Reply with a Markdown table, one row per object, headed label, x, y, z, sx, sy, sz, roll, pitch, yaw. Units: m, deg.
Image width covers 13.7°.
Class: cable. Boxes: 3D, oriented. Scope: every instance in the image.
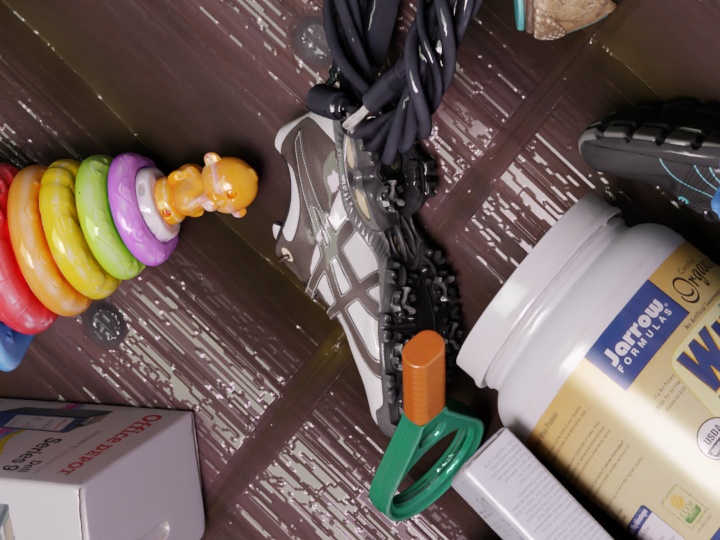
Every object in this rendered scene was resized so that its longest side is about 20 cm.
| label | x | y | z | sx | sy | sz | roll | pitch | yaw |
| --- | --- | --- | --- | --- | --- | --- | --- | --- | --- |
| cable | 0.024 | -0.162 | 1.626 | 0.051 | 0.163 | 0.201 | 14 | 105 | -21 |

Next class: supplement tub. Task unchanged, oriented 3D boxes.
| label | x | y | z | sx | sy | sz | roll | pitch | yaw |
| --- | --- | --- | --- | --- | --- | --- | --- | --- | --- |
| supplement tub | 0.165 | 0.066 | 1.631 | 0.200 | 0.144 | 0.145 | 39 | 121 | 9 |

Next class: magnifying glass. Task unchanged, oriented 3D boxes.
| label | x | y | z | sx | sy | sz | roll | pitch | yaw |
| --- | --- | --- | --- | --- | --- | --- | --- | --- | --- |
| magnifying glass | 0.038 | 0.087 | 1.697 | 0.022 | 0.080 | 0.200 | 43 | 162 | 22 |

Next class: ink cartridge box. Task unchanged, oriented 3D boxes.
| label | x | y | z | sx | sy | sz | roll | pitch | yaw |
| --- | --- | --- | --- | --- | --- | --- | --- | --- | --- |
| ink cartridge box | 0.132 | 0.174 | 1.669 | 0.043 | 0.196 | 0.200 | -44 | 86 | -5 |
| ink cartridge box | -0.215 | 0.141 | 1.851 | 0.199 | 0.145 | 0.088 | 4 | 108 | 26 |

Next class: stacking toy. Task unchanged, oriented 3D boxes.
| label | x | y | z | sx | sy | sz | roll | pitch | yaw |
| --- | --- | --- | --- | --- | --- | --- | --- | --- | --- |
| stacking toy | -0.150 | -0.031 | 1.792 | 0.199 | 0.110 | 0.116 | -18 | 115 | 20 |

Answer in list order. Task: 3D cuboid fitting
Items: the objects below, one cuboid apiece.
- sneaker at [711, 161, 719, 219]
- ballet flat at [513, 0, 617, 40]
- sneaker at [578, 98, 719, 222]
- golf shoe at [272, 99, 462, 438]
| label | x | y | z | sx | sy | sz | roll | pitch | yaw |
| --- | --- | --- | --- | --- | --- | --- | --- | --- | --- |
| sneaker | 0.246 | -0.017 | 1.548 | 0.105 | 0.076 | 0.200 | 31 | 163 | 43 |
| ballet flat | 0.108 | -0.226 | 1.612 | 0.065 | 0.071 | 0.201 | -6 | 110 | 0 |
| sneaker | 0.210 | -0.042 | 1.611 | 0.199 | 0.075 | 0.080 | 11 | 115 | 24 |
| golf shoe | 0.000 | 0.000 | 1.739 | 0.094 | 0.078 | 0.201 | -2 | 99 | 34 |
